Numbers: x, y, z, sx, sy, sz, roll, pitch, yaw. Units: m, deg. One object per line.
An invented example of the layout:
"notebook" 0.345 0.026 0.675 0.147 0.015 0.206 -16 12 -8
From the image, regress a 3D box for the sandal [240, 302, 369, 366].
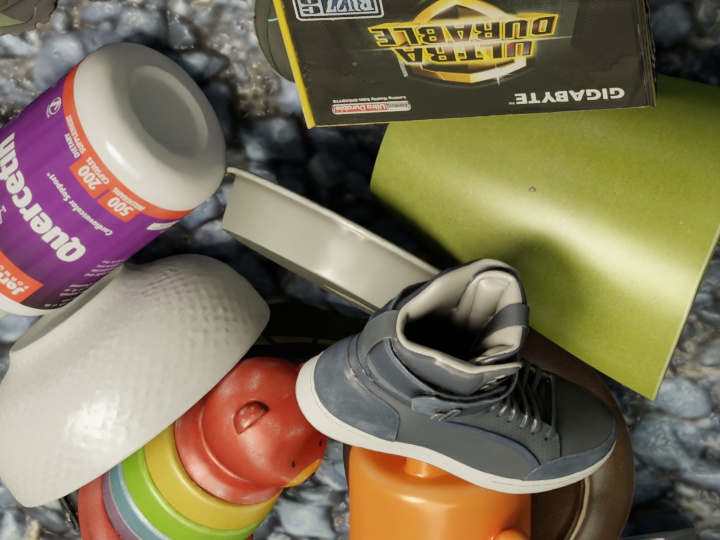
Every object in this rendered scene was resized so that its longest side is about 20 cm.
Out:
"sandal" -0.015 0.064 1.630 0.201 0.080 0.057 2 121 18

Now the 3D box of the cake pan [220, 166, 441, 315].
"cake pan" 0.000 0.000 1.526 0.200 0.200 0.037 29 87 -15

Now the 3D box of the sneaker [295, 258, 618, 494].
"sneaker" 0.085 0.061 1.427 0.202 0.077 0.146 11 149 -25

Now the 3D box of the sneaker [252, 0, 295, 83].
"sneaker" -0.010 -0.182 1.426 0.079 0.075 0.200 23 133 15

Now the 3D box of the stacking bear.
"stacking bear" -0.089 0.121 1.595 0.114 0.121 0.200 56 138 7

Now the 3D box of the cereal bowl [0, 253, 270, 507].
"cereal bowl" -0.159 0.055 1.593 0.200 0.200 0.083 -31 102 30

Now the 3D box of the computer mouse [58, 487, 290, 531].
"computer mouse" -0.129 0.134 1.740 0.200 0.053 0.139 -3 129 12

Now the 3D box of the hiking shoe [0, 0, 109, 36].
"hiking shoe" -0.168 -0.204 1.442 0.200 0.076 0.101 -22 127 26

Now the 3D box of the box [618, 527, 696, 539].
"box" 0.133 0.247 1.733 0.200 0.101 0.113 -12 85 18

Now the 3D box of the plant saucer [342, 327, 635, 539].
"plant saucer" 0.079 0.130 1.659 0.200 0.032 0.201 4 104 18

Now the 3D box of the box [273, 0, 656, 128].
"box" 0.056 -0.151 1.374 0.200 0.049 0.160 -3 139 10

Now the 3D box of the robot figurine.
"robot figurine" 0.050 0.165 1.587 0.144 0.117 0.200 12 121 21

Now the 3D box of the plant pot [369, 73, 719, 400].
"plant pot" 0.113 -0.047 1.480 0.200 0.187 0.187 21 131 7

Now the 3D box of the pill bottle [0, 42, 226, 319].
"pill bottle" -0.183 -0.046 1.555 0.112 0.113 0.200 40 125 -23
